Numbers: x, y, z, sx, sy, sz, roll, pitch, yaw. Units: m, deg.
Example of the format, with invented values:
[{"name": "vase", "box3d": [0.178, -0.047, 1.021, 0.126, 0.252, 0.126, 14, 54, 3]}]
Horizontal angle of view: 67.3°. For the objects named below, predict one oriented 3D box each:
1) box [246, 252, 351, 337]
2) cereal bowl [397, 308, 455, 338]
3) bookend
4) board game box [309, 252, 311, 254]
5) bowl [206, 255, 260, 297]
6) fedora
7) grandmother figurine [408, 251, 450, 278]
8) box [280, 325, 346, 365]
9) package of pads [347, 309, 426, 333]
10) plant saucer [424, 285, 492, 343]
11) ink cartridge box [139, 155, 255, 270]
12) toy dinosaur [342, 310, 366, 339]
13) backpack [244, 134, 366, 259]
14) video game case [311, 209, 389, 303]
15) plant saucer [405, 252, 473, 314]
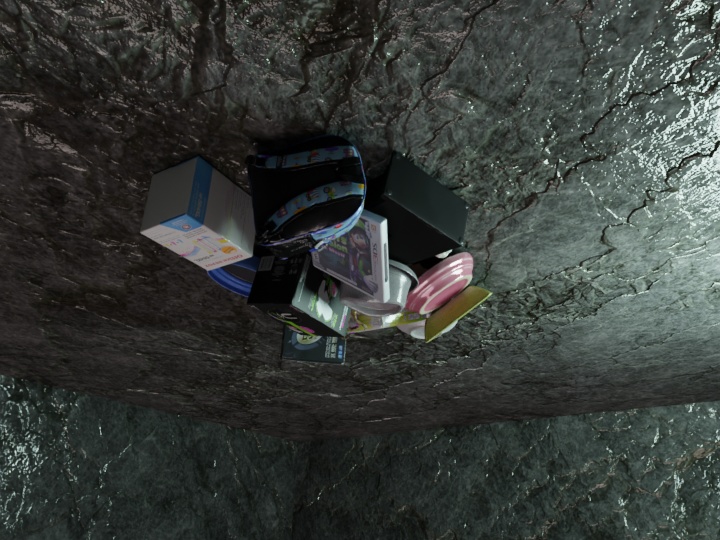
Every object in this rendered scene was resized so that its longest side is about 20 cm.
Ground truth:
[{"name": "box", "box3d": [-0.129, 0.059, 1.226, 0.146, 0.127, 0.199, -2, 153, 36]}, {"name": "cereal bowl", "box3d": [0.185, 0.139, 1.539, 0.195, 0.085, 0.201, 2, 153, 1]}, {"name": "bookend", "box3d": [0.069, -0.106, 1.043, 0.196, 0.094, 0.198, 28, 153, -27]}, {"name": "board game box", "box3d": [-0.091, -0.037, 1.247, 0.195, 0.041, 0.154, 1, 154, 1]}, {"name": "bowl", "box3d": [-0.275, 0.013, 1.320, 0.196, 0.040, 0.202, 13, 155, 6]}, {"name": "fedora", "box3d": [0.022, 0.040, 1.151, 0.195, 0.092, 0.177, 13, 157, -4]}, {"name": "grandmother figurine", "box3d": [0.156, -0.022, 1.251, 0.119, 0.062, 0.201, -12, 156, -23]}, {"name": "box", "box3d": [-0.117, 0.134, 1.398, 0.160, 0.205, 0.086, 8, 172, -11]}, {"name": "package of pads", "box3d": [0.057, 0.117, 1.432, 0.152, 0.070, 0.199, -6, 173, -32]}, {"name": "plant saucer", "box3d": [0.240, 0.102, 1.378, 0.198, 0.048, 0.200, -38, 170, 8]}, {"name": "ink cartridge box", "box3d": [-0.293, -0.097, 1.041, 0.126, 0.128, 0.199, -14, 150, 28]}, {"name": "toy dinosaur", "box3d": [-0.045, 0.112, 1.341, 0.197, 0.103, 0.058, -24, -170, 18]}, {"name": "backpack", "box3d": [-0.081, -0.128, 0.925, 0.196, 0.187, 0.135, -16, 160, 8]}, {"name": "video game case", "box3d": [-0.028, -0.049, 1.036, 0.198, 0.023, 0.185, 27, 137, 34]}, {"name": "plant saucer", "box3d": [0.187, 0.038, 1.264, 0.198, 0.051, 0.201, -31, 161, -12]}]
